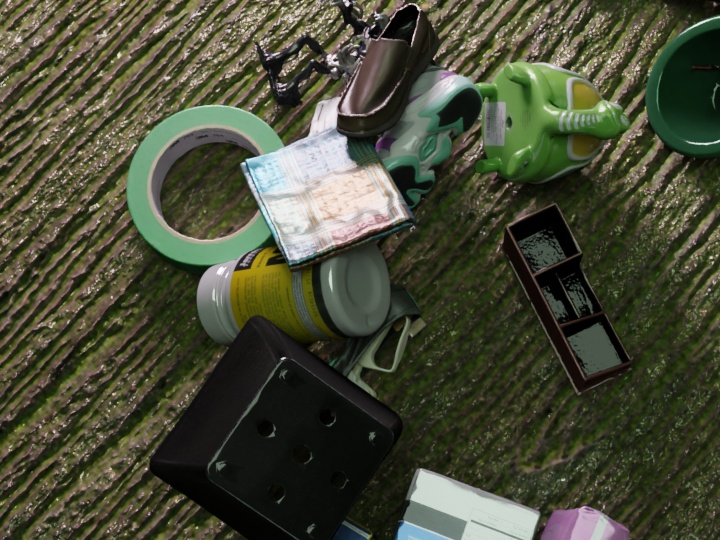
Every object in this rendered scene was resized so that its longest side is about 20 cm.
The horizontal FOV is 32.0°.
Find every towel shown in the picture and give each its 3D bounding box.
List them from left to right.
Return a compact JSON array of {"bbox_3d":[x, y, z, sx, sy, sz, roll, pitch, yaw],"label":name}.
[{"bbox_3d":[-0.039,-0.086,1.355,0.146,0.022,0.200,-22,41,-5],"label":"towel"}]

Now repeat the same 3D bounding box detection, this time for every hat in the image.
[{"bbox_3d":[0.468,-0.207,1.492,0.199,0.176,0.167,-19,72,38],"label":"hat"}]

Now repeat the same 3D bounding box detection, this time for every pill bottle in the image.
[{"bbox_3d":[-0.077,0.027,1.383,0.199,0.114,0.115,-10,71,34],"label":"pill bottle"}]

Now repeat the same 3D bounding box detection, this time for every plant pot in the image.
[{"bbox_3d":[-0.072,0.175,1.244,0.200,0.177,0.200,36,79,-6],"label":"plant pot"}]

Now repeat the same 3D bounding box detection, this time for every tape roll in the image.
[{"bbox_3d":[-0.176,-0.096,1.495,0.199,0.048,0.202,-1,74,4],"label":"tape roll"}]

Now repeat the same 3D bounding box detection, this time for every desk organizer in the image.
[{"bbox_3d":[0.233,0.031,1.412,0.071,0.077,0.201,-25,74,-3],"label":"desk organizer"}]

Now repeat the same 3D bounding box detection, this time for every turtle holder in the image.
[{"bbox_3d":[0.217,-0.176,1.420,0.131,0.186,0.142,-2,66,-23],"label":"turtle holder"}]

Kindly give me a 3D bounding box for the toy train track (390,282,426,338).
[{"bbox_3d":[0.000,0.000,1.466,0.115,0.033,0.200,-40,81,-14],"label":"toy train track"}]

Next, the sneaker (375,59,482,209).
[{"bbox_3d":[0.044,-0.160,1.477,0.200,0.078,0.140,-49,43,5],"label":"sneaker"}]

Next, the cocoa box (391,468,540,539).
[{"bbox_3d":[0.099,0.295,1.286,0.133,0.200,0.132,19,77,9],"label":"cocoa box"}]

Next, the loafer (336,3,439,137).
[{"bbox_3d":[0.023,-0.229,1.415,0.073,0.071,0.200,8,50,27],"label":"loafer"}]

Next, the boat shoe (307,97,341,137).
[{"bbox_3d":[-0.042,-0.124,1.468,0.065,0.074,0.201,-1,46,19],"label":"boat shoe"}]

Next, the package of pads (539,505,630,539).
[{"bbox_3d":[0.205,0.346,1.305,0.075,0.121,0.201,25,78,5],"label":"package of pads"}]

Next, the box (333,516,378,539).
[{"bbox_3d":[-0.058,0.357,1.349,0.064,0.070,0.201,27,78,13],"label":"box"}]

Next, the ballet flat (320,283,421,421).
[{"bbox_3d":[-0.001,0.107,1.400,0.068,0.068,0.200,34,93,19],"label":"ballet flat"}]

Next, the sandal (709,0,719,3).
[{"bbox_3d":[0.449,-0.338,1.493,0.199,0.076,0.043,16,101,9],"label":"sandal"}]

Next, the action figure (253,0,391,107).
[{"bbox_3d":[-0.021,-0.269,1.503,0.199,0.102,0.119,-21,60,0],"label":"action figure"}]
